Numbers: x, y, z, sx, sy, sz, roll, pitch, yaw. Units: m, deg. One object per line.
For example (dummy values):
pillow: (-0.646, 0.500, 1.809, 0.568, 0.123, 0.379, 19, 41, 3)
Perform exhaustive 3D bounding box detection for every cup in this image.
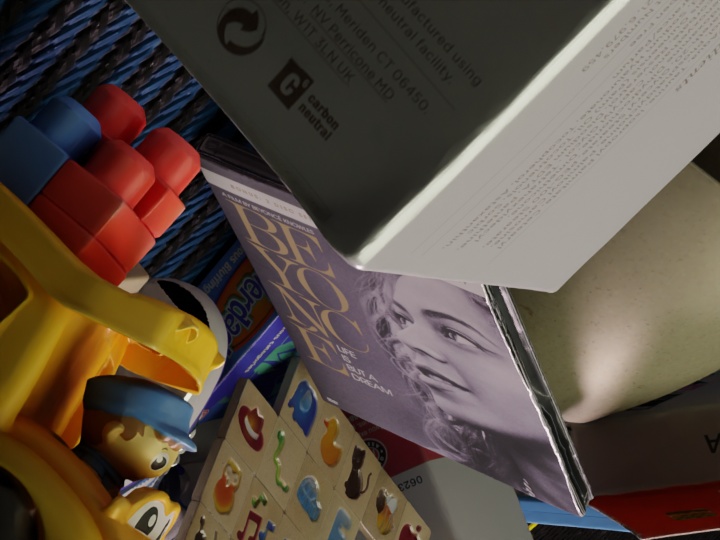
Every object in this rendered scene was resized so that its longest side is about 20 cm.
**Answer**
cup: (0.108, -0.016, 1.327, 0.143, 0.200, 0.200, -52, 160, 15)

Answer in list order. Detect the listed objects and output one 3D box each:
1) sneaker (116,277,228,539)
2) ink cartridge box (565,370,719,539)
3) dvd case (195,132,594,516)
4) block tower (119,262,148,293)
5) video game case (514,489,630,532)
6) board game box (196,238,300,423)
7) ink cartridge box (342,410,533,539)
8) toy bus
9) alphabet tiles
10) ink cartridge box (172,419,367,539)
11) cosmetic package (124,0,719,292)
sneaker: (-0.107, 0.075, 1.336, 0.200, 0.081, 0.146, -45, 162, 21)
ink cartridge box: (0.189, 0.078, 1.374, 0.200, 0.044, 0.174, -6, -173, -15)
dvd case: (0.017, 0.027, 1.272, 0.016, 0.149, 0.200, -54, 147, -21)
block tower: (-0.172, 0.052, 1.196, 0.200, 0.054, 0.058, -47, 160, 24)
video game case: (0.176, 0.091, 1.657, 0.200, 0.018, 0.143, -29, -164, -33)
board game box: (0.000, 0.000, 1.431, 0.152, 0.045, 0.200, -49, 161, 27)
ink cartridge box: (0.018, 0.172, 1.573, 0.145, 0.200, 0.083, -26, 170, 28)
toy bus: (-0.117, 0.032, 1.039, 0.192, 0.200, 0.136, -46, 164, -6)
alphabet tiles: (-0.030, 0.146, 1.396, 0.200, 0.008, 0.167, 55, 47, -46)
ink cartridge box: (-0.106, 0.191, 1.513, 0.200, 0.146, 0.147, -49, 160, 24)
cosmetic package: (0.041, -0.108, 1.049, 0.166, 0.167, 0.200, -46, 161, 15)
